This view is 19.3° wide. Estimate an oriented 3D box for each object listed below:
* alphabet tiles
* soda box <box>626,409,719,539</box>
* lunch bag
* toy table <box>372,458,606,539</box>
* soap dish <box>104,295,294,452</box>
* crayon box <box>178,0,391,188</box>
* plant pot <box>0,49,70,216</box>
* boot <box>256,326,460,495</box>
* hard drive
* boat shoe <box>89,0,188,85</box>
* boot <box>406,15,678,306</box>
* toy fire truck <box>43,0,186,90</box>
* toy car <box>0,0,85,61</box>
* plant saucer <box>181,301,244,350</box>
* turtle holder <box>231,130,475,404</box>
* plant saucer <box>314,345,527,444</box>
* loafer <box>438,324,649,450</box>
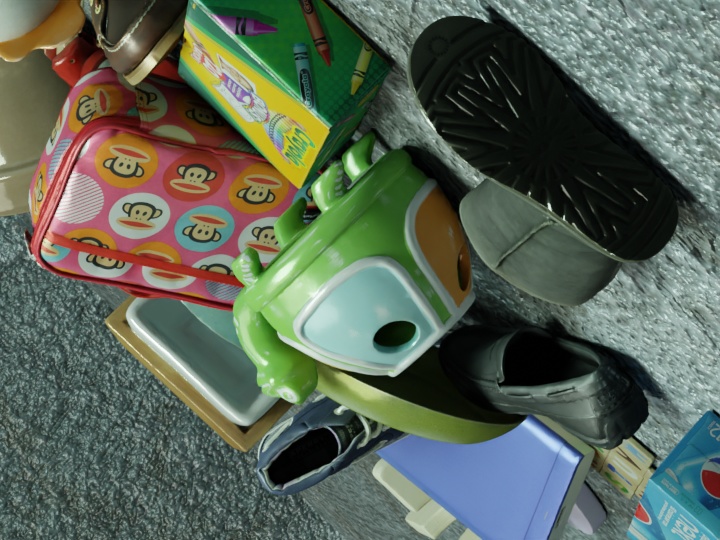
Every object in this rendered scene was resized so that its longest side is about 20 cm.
[{"bbox_3d":[0.169,0.119,1.653,0.200,0.006,0.166,41,169,11],"label":"alphabet tiles"},{"bbox_3d":[0.231,0.161,1.439,0.068,0.064,0.200,40,168,14],"label":"soda box"},{"bbox_3d":[-0.135,-0.047,1.519,0.200,0.176,0.082,12,-140,-23],"label":"lunch bag"},{"bbox_3d":[0.109,0.192,1.856,0.200,0.117,0.184,43,169,-4],"label":"toy table"},{"bbox_3d":[-0.092,0.039,1.759,0.157,0.200,0.081,42,150,6],"label":"soap dish"},{"bbox_3d":[-0.053,-0.129,1.367,0.119,0.058,0.200,43,169,1],"label":"crayon box"},{"bbox_3d":[-0.310,-0.172,1.859,0.200,0.200,0.175,30,145,50],"label":"plant pot"},{"bbox_3d":[0.008,0.114,1.663,0.073,0.200,0.090,55,-178,-3],"label":"boot"},{"bbox_3d":[0.091,0.143,1.736,0.200,0.025,0.132,37,127,29],"label":"hard drive"},{"bbox_3d":[-0.155,-0.176,1.440,0.070,0.070,0.200,42,-177,-13],"label":"boat shoe"},{"bbox_3d":[0.086,-0.054,1.172,0.182,0.073,0.200,46,176,-3],"label":"boot"},{"bbox_3d":[-0.171,-0.153,1.596,0.176,0.129,0.200,31,174,47],"label":"toy fire truck"},{"bbox_3d":[-0.260,-0.222,1.474,0.200,0.177,0.184,34,157,16],"label":"toy car"},{"bbox_3d":[-0.071,-0.013,1.677,0.200,0.200,0.036,42,126,7],"label":"plant saucer"},{"bbox_3d":[-0.009,0.012,1.414,0.132,0.186,0.141,45,-179,-3],"label":"turtle holder"},{"bbox_3d":[0.026,0.081,1.567,0.200,0.031,0.200,21,-168,-5],"label":"plant saucer"},{"bbox_3d":[0.120,0.066,1.481,0.200,0.068,0.070,19,146,54],"label":"loafer"}]
